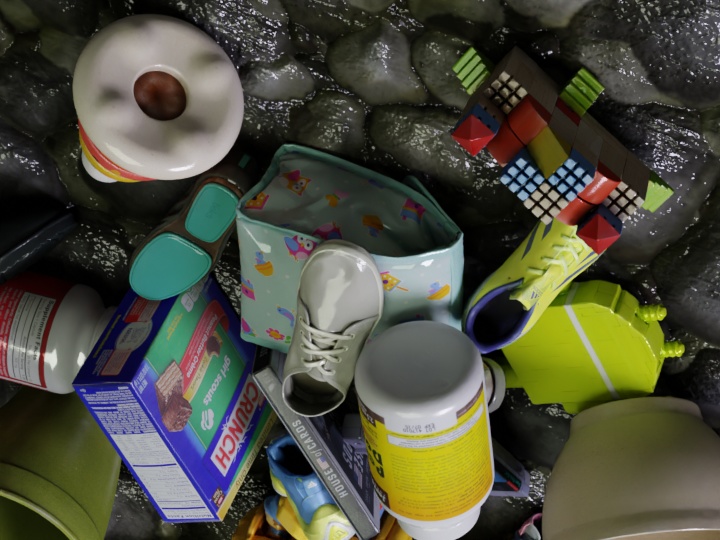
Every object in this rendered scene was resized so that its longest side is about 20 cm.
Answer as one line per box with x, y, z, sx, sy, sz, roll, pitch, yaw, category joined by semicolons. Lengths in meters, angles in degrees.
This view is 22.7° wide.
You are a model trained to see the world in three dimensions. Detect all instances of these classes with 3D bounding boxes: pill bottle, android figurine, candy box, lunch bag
0.058;0.146;1.550;0.109;0.109;0.200;7;136;17;pill bottle
0.191;0.064;1.616;0.200;0.041;0.182;-9;128;35;android figurine
-0.170;0.118;1.732;0.077;0.169;0.200;-2;133;30;candy box
0.000;0.000;1.578;0.200;0.122;0.170;16;137;16;lunch bag
-0.326;0.058;1.780;0.200;0.112;0.112;14;137;9;pill bottle

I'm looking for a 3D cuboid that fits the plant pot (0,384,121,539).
-0.338;0.217;1.887;0.200;0.193;0.200;12;137;12;plant pot

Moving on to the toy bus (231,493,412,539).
-0.040;0.276;1.877;0.200;0.136;0.192;17;124;11;toy bus

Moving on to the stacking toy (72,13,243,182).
-0.195;-0.121;1.557;0.146;0.146;0.200;32;154;-10;stacking toy

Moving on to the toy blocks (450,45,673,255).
0.150;-0.088;1.387;0.200;0.137;0.100;42;115;-7;toy blocks

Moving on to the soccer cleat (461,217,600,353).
0.157;-0.004;1.506;0.065;0.084;0.200;38;116;-4;soccer cleat

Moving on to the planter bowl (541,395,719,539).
0.256;0.193;1.623;0.200;0.135;0.200;-5;160;-2;planter bowl

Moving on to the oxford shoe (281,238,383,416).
-0.027;0.054;1.516;0.075;0.058;0.200;19;135;3;oxford shoe

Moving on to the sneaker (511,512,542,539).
0.172;0.287;1.845;0.200;0.070;0.082;-14;109;30;sneaker

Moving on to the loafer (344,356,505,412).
0.043;0.103;1.671;0.063;0.072;0.200;5;174;-44;loafer

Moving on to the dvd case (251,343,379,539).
-0.038;0.139;1.692;0.025;0.150;0.200;-28;110;12;dvd case

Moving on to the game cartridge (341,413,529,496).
0.078;0.182;1.733;0.130;0.038;0.200;3;160;26;game cartridge

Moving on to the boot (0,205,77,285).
-0.393;-0.051;1.710;0.163;0.198;0.073;56;177;3;boot

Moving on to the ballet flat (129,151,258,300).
-0.144;-0.042;1.633;0.068;0.068;0.200;37;137;-12;ballet flat

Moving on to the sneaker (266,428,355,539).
-0.055;0.182;1.761;0.076;0.200;0.105;-27;119;-9;sneaker
